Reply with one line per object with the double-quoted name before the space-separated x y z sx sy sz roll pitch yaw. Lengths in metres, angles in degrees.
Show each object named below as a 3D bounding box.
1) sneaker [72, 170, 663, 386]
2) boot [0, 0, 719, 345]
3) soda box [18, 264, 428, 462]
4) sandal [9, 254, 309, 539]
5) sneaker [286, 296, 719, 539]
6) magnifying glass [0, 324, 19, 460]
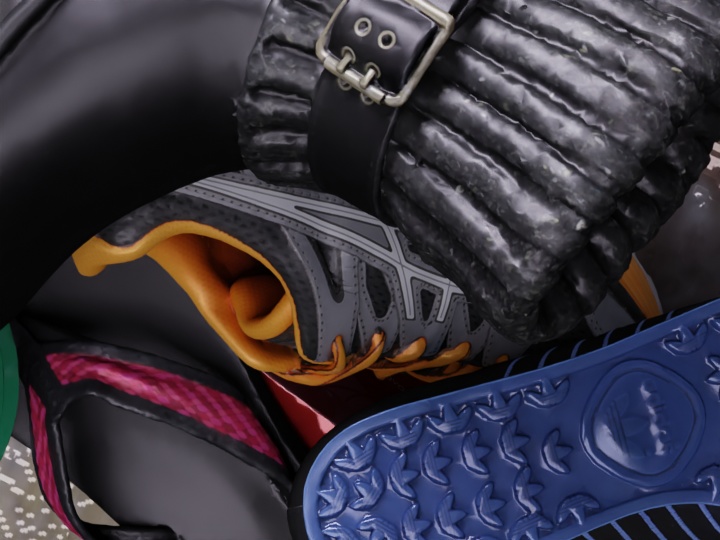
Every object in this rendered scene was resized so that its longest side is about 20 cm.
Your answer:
"sneaker" 0.000 0.000 0.823 0.199 0.078 0.078 29 157 -24
"boot" -0.017 -0.027 0.713 0.158 0.079 0.211 41 99 8
"soda box" -0.079 0.011 0.882 0.200 0.063 0.070 37 113 -3
"sandal" -0.052 0.056 0.833 0.075 0.045 0.200 -39 98 22
"sneaker" 0.077 0.044 0.792 0.198 0.078 0.071 -9 88 -5
"magnifying glass" -0.168 -0.010 0.842 0.200 0.022 0.080 44 115 25
